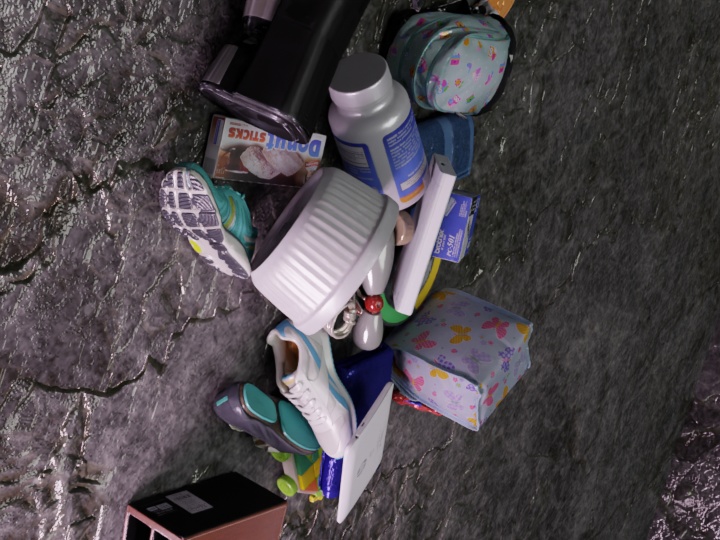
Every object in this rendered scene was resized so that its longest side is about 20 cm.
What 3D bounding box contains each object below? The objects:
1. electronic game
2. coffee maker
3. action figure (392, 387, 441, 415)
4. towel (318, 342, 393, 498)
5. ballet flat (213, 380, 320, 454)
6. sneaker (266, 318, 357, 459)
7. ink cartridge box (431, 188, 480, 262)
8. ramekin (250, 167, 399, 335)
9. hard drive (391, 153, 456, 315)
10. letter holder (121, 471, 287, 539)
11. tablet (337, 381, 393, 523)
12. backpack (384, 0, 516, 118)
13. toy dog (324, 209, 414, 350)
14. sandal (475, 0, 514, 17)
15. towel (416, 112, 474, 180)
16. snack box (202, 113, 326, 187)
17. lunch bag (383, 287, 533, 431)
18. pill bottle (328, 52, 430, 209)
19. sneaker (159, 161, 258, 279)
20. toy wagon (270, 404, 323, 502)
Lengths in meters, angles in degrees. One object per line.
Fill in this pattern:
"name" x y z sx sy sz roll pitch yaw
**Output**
"electronic game" 0.071 -0.012 1.680 0.199 0.041 0.203 -36 136 -43
"coffee maker" -0.063 -0.254 1.237 0.134 0.190 0.202 30 81 -56
"action figure" 0.129 0.195 1.823 0.199 0.098 0.066 -13 125 -50
"towel" -0.010 0.214 1.605 0.147 0.049 0.203 -20 121 -59
"ballet flat" -0.128 0.202 1.475 0.200 0.072 0.074 41 72 -50
"sneaker" -0.068 0.162 1.492 0.080 0.076 0.203 -18 86 -47
"ink cartridge box" 0.142 -0.069 1.634 0.200 0.044 0.095 -28 130 -80
"ramekin" -0.051 -0.032 1.366 0.104 0.200 0.202 35 71 -12
"hard drive" 0.087 -0.053 1.546 0.132 0.026 0.203 -94 -159 -73
"letter holder" -0.203 0.360 1.411 0.199 0.100 0.144 -5 112 -55
"tablet" 0.007 0.256 1.540 0.131 0.014 0.201 -53 160 -37
"backpack" 0.128 -0.295 1.555 0.199 0.126 0.169 -6 117 -49
"toy dog" 0.000 0.000 1.542 0.131 0.096 0.202 18 96 -44
"sandal" 0.205 -0.379 1.692 0.208 0.059 0.079 -57 144 -21
"towel" 0.109 -0.174 1.660 0.199 0.048 0.113 -26 125 -48
"snack box" -0.116 -0.144 1.364 0.199 0.024 0.073 0 105 -56
"lunch bag" 0.144 0.128 1.719 0.170 0.198 0.128 -44 146 -36
"pill bottle" 0.021 -0.184 1.468 0.112 0.111 0.201 -51 142 -28
"sneaker" -0.172 -0.069 1.289 0.201 0.076 0.081 64 41 -57
"toy wagon" -0.062 0.264 1.625 0.155 0.039 0.202 -41 136 -38
